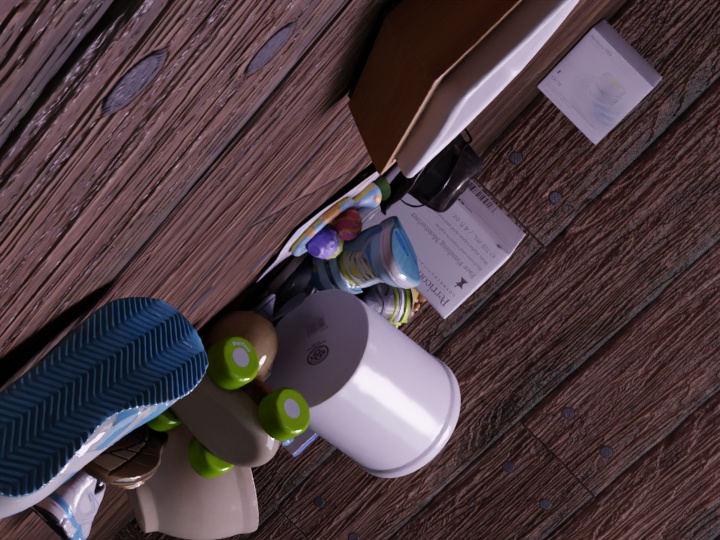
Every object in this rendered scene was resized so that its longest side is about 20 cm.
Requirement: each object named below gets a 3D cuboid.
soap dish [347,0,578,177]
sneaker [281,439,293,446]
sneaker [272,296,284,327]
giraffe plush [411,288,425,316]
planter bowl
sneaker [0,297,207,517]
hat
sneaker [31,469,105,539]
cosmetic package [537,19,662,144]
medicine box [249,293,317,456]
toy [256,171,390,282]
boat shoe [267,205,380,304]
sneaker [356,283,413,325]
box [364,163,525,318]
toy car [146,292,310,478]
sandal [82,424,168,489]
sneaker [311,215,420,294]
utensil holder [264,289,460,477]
[{"bbox_3d":[0.071,-0.161,0.917,0.157,0.081,0.200,-45,177,-16],"label":"soap dish"},{"bbox_3d":[-0.134,0.140,1.599,0.070,0.200,0.083,-3,131,-23],"label":"sneaker"},{"bbox_3d":[-0.066,0.067,1.702,0.076,0.081,0.201,-22,-136,39],"label":"sneaker"},{"bbox_3d":[0.012,0.022,1.948,0.200,0.162,0.173,-44,177,-21],"label":"giraffe plush"},{"bbox_3d":[-0.222,0.246,1.591,0.134,0.201,0.200,-16,168,-18],"label":"planter bowl"},{"bbox_3d":[-0.178,0.082,0.802,0.081,0.077,0.200,-36,178,43],"label":"sneaker"},{"bbox_3d":[0.106,-0.127,1.615,0.201,0.081,0.201,-54,-174,8],"label":"hat"},{"bbox_3d":[-0.322,0.262,1.473,0.087,0.075,0.200,-50,180,-20],"label":"sneaker"},{"bbox_3d":[0.564,-0.445,3.043,0.200,0.199,0.123,-47,177,29],"label":"cosmetic package"},{"bbox_3d":[-0.083,0.121,1.784,0.103,0.182,0.200,-47,177,38],"label":"medicine box"},{"bbox_3d":[-0.026,-0.050,1.504,0.200,0.047,0.115,-44,176,-42],"label":"toy"},{"bbox_3d":[-0.033,-0.023,1.668,0.200,0.062,0.073,-44,178,-23],"label":"boat shoe"},{"bbox_3d":[-0.009,0.010,1.767,0.081,0.200,0.074,5,109,-36],"label":"sneaker"},{"bbox_3d":[0.111,-0.061,1.826,0.131,0.199,0.200,-46,177,17],"label":"box"},{"bbox_3d":[-0.128,0.110,1.479,0.164,0.158,0.200,-31,-161,39],"label":"toy car"},{"bbox_3d":[-0.261,0.208,1.423,0.054,0.080,0.200,-61,180,6],"label":"sandal"},{"bbox_3d":[0.000,0.000,1.542,0.130,0.080,0.200,-24,-174,6],"label":"sneaker"},{"bbox_3d":[0.000,0.138,1.573,0.170,0.170,0.200,-45,134,5],"label":"utensil holder"}]
